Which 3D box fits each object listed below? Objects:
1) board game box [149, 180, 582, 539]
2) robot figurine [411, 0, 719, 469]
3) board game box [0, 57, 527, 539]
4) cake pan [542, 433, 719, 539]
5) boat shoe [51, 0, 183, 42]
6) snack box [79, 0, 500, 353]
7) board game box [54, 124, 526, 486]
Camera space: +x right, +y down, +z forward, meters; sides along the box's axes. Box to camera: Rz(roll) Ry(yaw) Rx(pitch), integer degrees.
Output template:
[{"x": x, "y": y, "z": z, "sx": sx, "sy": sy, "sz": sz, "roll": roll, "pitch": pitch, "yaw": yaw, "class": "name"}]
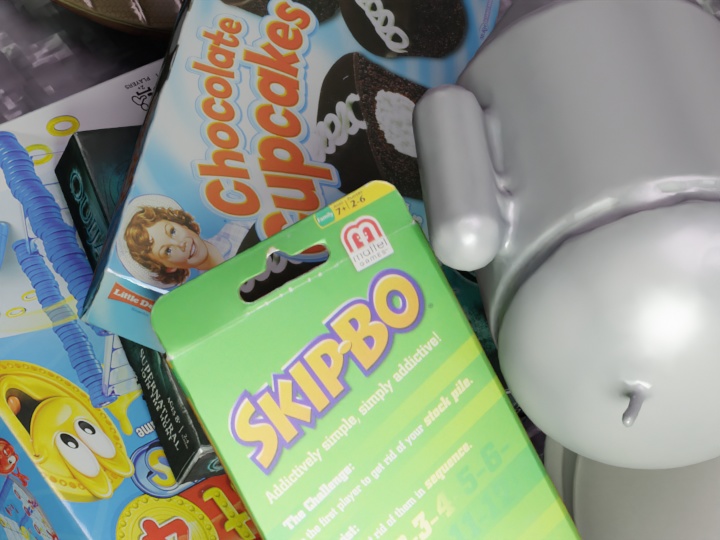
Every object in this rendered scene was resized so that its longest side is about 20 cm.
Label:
[{"x": 0.014, "y": 0.078, "z": 0.880, "sx": 0.095, "sy": 0.030, "sz": 0.201, "roll": -28, "pitch": 97, "yaw": -7, "class": "board game box"}, {"x": 0.093, "y": -0.015, "z": 0.900, "sx": 0.169, "sy": 0.113, "sz": 0.201, "roll": 12, "pitch": 44, "yaw": -25, "class": "robot figurine"}, {"x": -0.068, "y": 0.026, "z": 0.984, "sx": 0.199, "sy": 0.056, "sz": 0.196, "roll": -27, "pitch": 72, "yaw": -37, "class": "board game box"}, {"x": 0.163, "y": 0.082, "z": 0.949, "sx": 0.199, "sy": 0.037, "sz": 0.201, "roll": 0, "pitch": 69, "yaw": -1, "class": "cake pan"}, {"x": -0.045, "y": -0.118, "z": 1.092, "sx": 0.199, "sy": 0.068, "sz": 0.072, "roll": 6, "pitch": 72, "yaw": -3, "class": "boat shoe"}, {"x": -0.021, "y": -0.046, "z": 0.958, "sx": 0.116, "sy": 0.037, "sz": 0.201, "roll": 21, "pitch": 51, "yaw": -10, "class": "snack box"}, {"x": 0.000, "y": 0.000, "z": 0.981, "sx": 0.199, "sy": 0.028, "sz": 0.136, "roll": -9, "pitch": 62, "yaw": -31, "class": "board game box"}]
